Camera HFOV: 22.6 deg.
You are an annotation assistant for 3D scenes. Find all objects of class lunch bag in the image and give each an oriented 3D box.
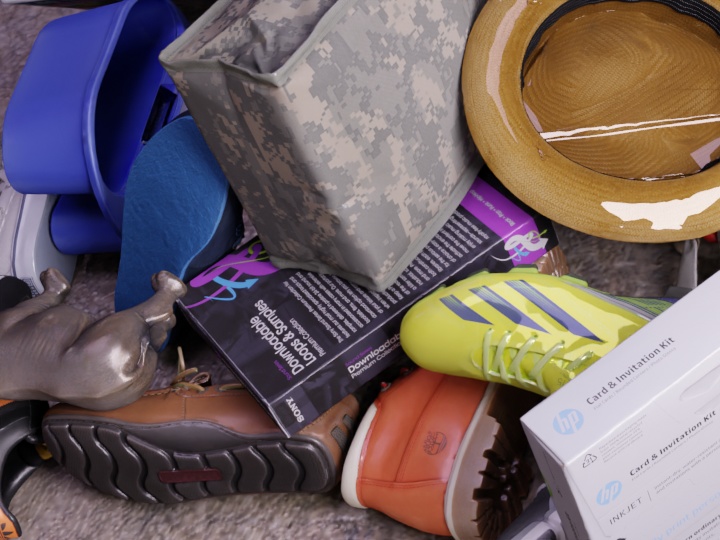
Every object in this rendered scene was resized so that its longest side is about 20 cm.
[{"bbox_3d":[0.006,-0.119,1.052,0.117,0.164,0.200,14,53,44],"label":"lunch bag"}]

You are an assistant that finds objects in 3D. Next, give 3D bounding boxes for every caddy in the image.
[{"bbox_3d":[-0.162,-0.101,1.255,0.105,0.141,0.200,-8,48,24],"label":"caddy"}]

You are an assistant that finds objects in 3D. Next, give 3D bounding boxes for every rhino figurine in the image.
[{"bbox_3d":[-0.201,0.046,1.106,0.200,0.060,0.088,-1,44,30],"label":"rhino figurine"}]

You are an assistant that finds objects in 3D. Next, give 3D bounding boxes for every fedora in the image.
[{"bbox_3d":[0.157,-0.098,1.052,0.200,0.082,0.201,0,76,-2],"label":"fedora"}]

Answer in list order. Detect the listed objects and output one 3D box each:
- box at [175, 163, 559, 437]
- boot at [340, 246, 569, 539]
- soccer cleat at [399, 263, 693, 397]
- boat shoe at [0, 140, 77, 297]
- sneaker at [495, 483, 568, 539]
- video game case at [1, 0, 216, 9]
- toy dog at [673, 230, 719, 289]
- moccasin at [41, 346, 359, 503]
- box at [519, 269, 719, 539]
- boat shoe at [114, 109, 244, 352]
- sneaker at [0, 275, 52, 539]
[{"bbox_3d":[0.000,0.000,1.081,0.200,0.036,0.143,-34,38,-10],"label":"box"},{"bbox_3d":[0.059,0.063,1.060,0.107,0.075,0.200,4,53,33],"label":"boot"},{"bbox_3d":[0.114,0.047,0.959,0.200,0.065,0.084,4,46,15],"label":"soccer cleat"},{"bbox_3d":[-0.241,-0.062,1.308,0.086,0.075,0.202,-6,57,22],"label":"boat shoe"},{"bbox_3d":[0.133,0.108,0.993,0.200,0.075,0.115,-26,39,-16],"label":"sneaker"},{"bbox_3d":[-0.137,-0.216,1.348,0.200,0.023,0.182,-2,5,21],"label":"video game case"},{"bbox_3d":[0.239,0.007,1.037,0.132,0.096,0.200,-23,30,7],"label":"toy dog"},{"bbox_3d":[-0.100,0.094,1.099,0.201,0.074,0.078,-7,33,22],"label":"moccasin"},{"bbox_3d":[0.171,0.096,0.886,0.156,0.200,0.041,-36,47,-9],"label":"box"},{"bbox_3d":[-0.110,-0.036,1.140,0.084,0.200,0.069,42,47,11],"label":"boat shoe"},{"bbox_3d":[-0.229,0.092,1.168,0.090,0.070,0.200,7,52,9],"label":"sneaker"}]
